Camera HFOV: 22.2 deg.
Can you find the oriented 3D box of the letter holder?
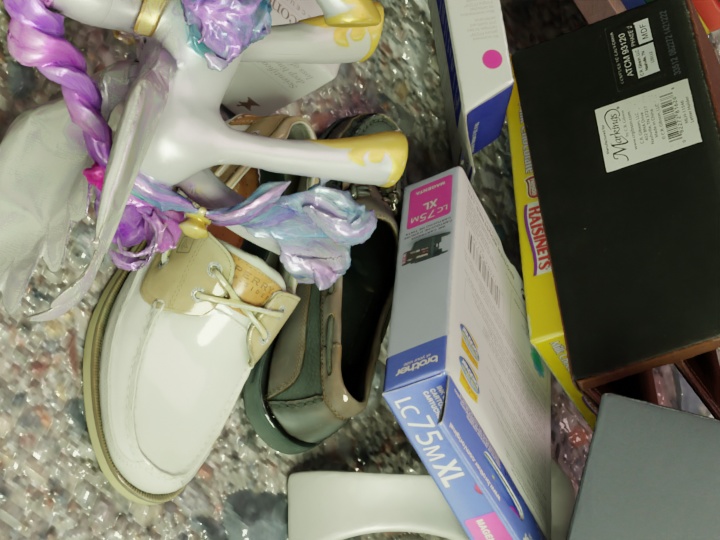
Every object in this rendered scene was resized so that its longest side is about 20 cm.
[{"bbox_3d":[0.164,-0.016,0.969,0.142,0.100,0.201,45,32,-53],"label":"letter holder"}]

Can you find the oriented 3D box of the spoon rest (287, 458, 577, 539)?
[{"bbox_3d":[0.055,0.131,0.934,0.199,0.060,0.100,14,65,-41],"label":"spoon rest"}]

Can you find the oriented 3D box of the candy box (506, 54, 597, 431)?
[{"bbox_3d":[0.114,-0.019,1.026,0.102,0.026,0.201,54,26,-48],"label":"candy box"}]

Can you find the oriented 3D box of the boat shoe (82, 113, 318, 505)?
[{"bbox_3d":[-0.070,0.009,0.845,0.075,0.068,0.201,34,54,-33],"label":"boat shoe"}]

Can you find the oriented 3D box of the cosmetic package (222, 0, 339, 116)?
[{"bbox_3d":[-0.044,-0.187,0.945,0.102,0.074,0.201,37,50,-30],"label":"cosmetic package"}]

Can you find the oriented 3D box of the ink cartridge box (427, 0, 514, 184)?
[{"bbox_3d":[0.058,-0.138,1.020,0.037,0.095,0.201,-6,77,-2],"label":"ink cartridge box"}]

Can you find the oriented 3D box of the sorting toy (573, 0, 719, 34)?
[{"bbox_3d":[0.156,-0.235,1.124,0.199,0.069,0.200,53,26,-19],"label":"sorting toy"}]

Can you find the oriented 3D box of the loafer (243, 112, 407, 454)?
[{"bbox_3d":[0.000,0.000,0.924,0.072,0.063,0.201,37,51,-30],"label":"loafer"}]

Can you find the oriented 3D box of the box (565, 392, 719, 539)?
[{"bbox_3d":[0.138,0.179,0.860,0.182,0.104,0.201,60,44,-74],"label":"box"}]

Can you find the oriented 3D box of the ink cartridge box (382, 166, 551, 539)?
[{"bbox_3d":[0.055,0.053,0.890,0.120,0.042,0.200,59,20,-30],"label":"ink cartridge box"}]

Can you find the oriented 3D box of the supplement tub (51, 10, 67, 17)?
[{"bbox_3d":[-0.161,-0.189,0.788,0.199,0.122,0.123,27,57,-36],"label":"supplement tub"}]

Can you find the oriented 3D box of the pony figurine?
[{"bbox_3d":[-0.082,-0.061,0.754,0.199,0.166,0.194,15,80,-30],"label":"pony figurine"}]
